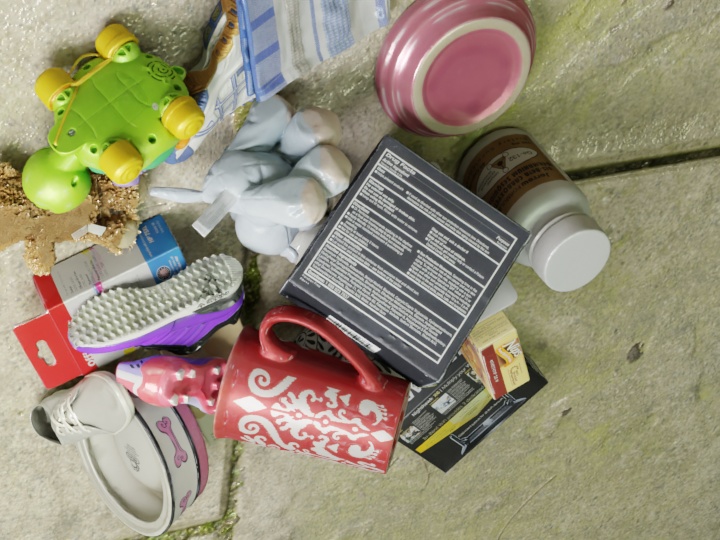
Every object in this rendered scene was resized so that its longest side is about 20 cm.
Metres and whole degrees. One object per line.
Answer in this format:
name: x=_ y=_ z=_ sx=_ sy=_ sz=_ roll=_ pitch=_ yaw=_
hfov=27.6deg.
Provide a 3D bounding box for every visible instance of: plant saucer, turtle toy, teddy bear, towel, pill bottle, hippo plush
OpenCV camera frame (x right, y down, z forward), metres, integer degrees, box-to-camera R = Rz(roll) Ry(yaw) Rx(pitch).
plant saucer: x=0.115 y=-0.229 z=1.650 sx=0.200 sy=0.051 sz=0.201 roll=-17 pitch=134 yaw=-18
turtle toy: x=-0.251 y=-0.137 z=1.449 sx=0.200 sy=0.146 sz=0.101 roll=-38 pitch=162 yaw=-13
teddy bear: x=-0.313 y=-0.066 z=1.533 sx=0.199 sy=0.067 sz=0.145 roll=-17 pitch=135 yaw=-25
towel: x=-0.044 y=-0.272 z=1.489 sx=0.200 sy=0.024 sz=0.147 roll=-35 pitch=140 yaw=-30
pill bottle: x=0.206 y=-0.070 z=1.735 sx=0.114 sy=0.200 sz=0.115 roll=-16 pitch=134 yaw=-18
hippo plush: x=-0.087 y=-0.070 z=1.590 sx=0.200 sy=0.159 sz=0.161 roll=-45 pitch=151 yaw=-15

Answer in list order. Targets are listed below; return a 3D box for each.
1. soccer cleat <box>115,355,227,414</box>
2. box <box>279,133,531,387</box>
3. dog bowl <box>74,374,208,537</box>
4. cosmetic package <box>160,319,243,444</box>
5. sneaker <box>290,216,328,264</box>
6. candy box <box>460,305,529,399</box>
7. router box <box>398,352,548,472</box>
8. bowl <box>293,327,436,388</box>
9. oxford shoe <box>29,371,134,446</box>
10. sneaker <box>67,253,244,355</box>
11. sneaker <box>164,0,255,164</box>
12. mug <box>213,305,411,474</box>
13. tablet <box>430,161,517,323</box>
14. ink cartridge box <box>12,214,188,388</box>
soccer cleat: x=-0.200 y=0.122 z=1.642 sx=0.200 sy=0.076 sz=0.067 roll=15 pitch=91 yaw=-72
box: x=0.048 y=-0.007 z=1.631 sx=0.200 sy=0.123 sz=0.199 roll=35 pitch=79 yaw=-3
dog bowl: x=-0.255 y=0.206 z=1.719 sx=0.074 sy=0.200 sz=0.201 roll=-27 pitch=141 yaw=-37
cosmetic package: x=-0.178 y=0.107 z=1.756 sx=0.105 sy=0.071 sz=0.200 roll=-28 pitch=137 yaw=-7
sneaker: x=0.000 y=0.000 z=1.756 sx=0.200 sy=0.089 sz=0.075 roll=20 pitch=117 yaw=-41
candy box: x=0.128 y=0.047 z=1.786 sx=0.055 sy=0.200 sz=0.116 roll=-29 pitch=142 yaw=-7
router box: x=0.138 y=0.173 z=2.017 sx=0.200 sy=0.052 sz=0.157 roll=-42 pitch=136 yaw=9
bowl: x=-0.004 y=0.095 z=1.809 sx=0.200 sy=0.200 sz=0.095 roll=7 pitch=80 yaw=-35
oxford shoe: x=-0.315 y=0.161 z=1.654 sx=0.058 sy=0.075 sz=0.200 roll=-29 pitch=-174 yaw=-38
sneaker: x=-0.215 y=0.062 z=1.597 sx=0.199 sy=0.070 sz=0.100 roll=-19 pitch=139 yaw=-13
sneaker: x=-0.137 y=-0.187 z=1.519 sx=0.088 sy=0.075 sz=0.200 roll=15 pitch=119 yaw=-39
mug: x=-0.051 y=0.142 z=1.636 sx=0.199 sy=0.134 sz=0.178 roll=16 pitch=153 yaw=5
tablet: x=0.081 y=-0.019 z=1.720 sx=0.130 sy=0.201 sz=0.014 roll=-29 pitch=163 yaw=-5
ink cartridge box: x=-0.285 y=0.037 z=1.633 sx=0.199 sy=0.067 sz=0.116 roll=-26 pitch=136 yaw=-9
